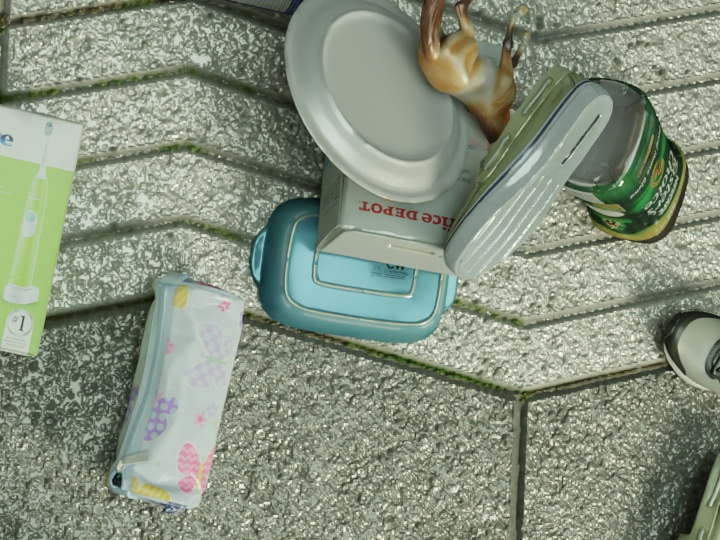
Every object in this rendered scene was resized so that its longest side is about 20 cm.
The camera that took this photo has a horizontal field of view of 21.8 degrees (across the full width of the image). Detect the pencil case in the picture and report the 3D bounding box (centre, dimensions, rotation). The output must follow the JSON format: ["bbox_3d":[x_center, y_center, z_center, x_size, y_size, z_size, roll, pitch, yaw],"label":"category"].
[{"bbox_3d":[-0.162,0.106,1.622,0.090,0.083,0.201,18,83,-37],"label":"pencil case"}]

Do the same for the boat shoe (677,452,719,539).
[{"bbox_3d":[0.328,0.270,1.769,0.062,0.072,0.201,24,82,17],"label":"boat shoe"}]

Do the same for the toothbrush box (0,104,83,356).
[{"bbox_3d":[-0.327,-0.039,1.576,0.145,0.086,0.201,11,87,-15],"label":"toothbrush box"}]

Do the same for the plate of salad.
[{"bbox_3d":[0.011,-0.146,1.581,0.199,0.048,0.201,20,55,-32],"label":"plate of salad"}]

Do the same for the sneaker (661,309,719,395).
[{"bbox_3d":[0.375,0.101,1.778,0.200,0.079,0.074,34,83,-11],"label":"sneaker"}]

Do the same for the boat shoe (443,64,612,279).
[{"bbox_3d":[0.134,-0.083,1.588,0.200,0.062,0.072,-51,146,3],"label":"boat shoe"}]

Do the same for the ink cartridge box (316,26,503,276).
[{"bbox_3d":[0.045,-0.108,1.661,0.145,0.083,0.201,11,72,-16],"label":"ink cartridge box"}]

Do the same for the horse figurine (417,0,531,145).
[{"bbox_3d":[0.099,-0.184,1.600,0.200,0.050,0.133,37,64,-46],"label":"horse figurine"}]

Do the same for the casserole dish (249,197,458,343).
[{"bbox_3d":[0.000,0.000,1.693,0.199,0.039,0.122,9,87,-16],"label":"casserole dish"}]

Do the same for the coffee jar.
[{"bbox_3d":[0.236,-0.093,1.686,0.085,0.200,0.105,16,82,24],"label":"coffee jar"}]

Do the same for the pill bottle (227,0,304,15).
[{"bbox_3d":[-0.096,-0.288,1.631,0.199,0.112,0.113,11,86,-15],"label":"pill bottle"}]
